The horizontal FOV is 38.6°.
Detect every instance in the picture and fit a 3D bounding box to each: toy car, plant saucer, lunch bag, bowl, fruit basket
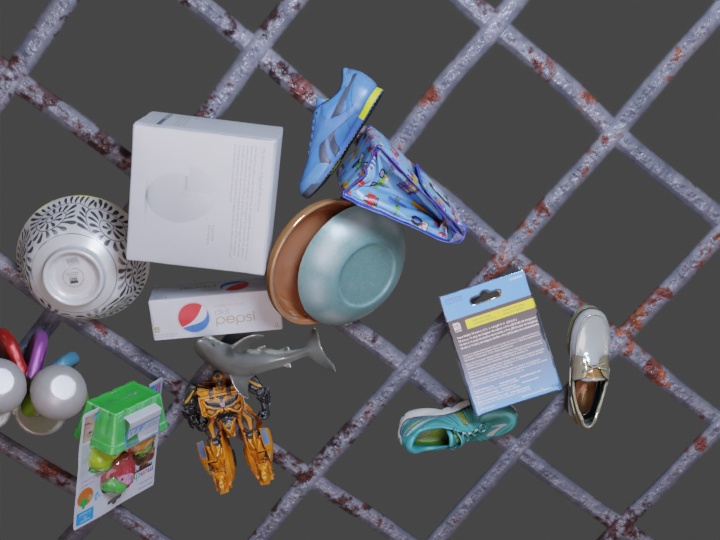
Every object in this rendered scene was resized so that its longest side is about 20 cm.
[{"bbox_3d":[-0.511,0.161,1.557,0.200,0.175,0.150,9,65,-26],"label":"toy car"},{"bbox_3d":[0.000,0.000,1.540,0.201,0.039,0.201,-20,126,-30],"label":"plant saucer"},{"bbox_3d":[-0.064,-0.016,1.538,0.200,0.037,0.200,-23,128,-34],"label":"plant saucer"},{"bbox_3d":[0.072,-0.107,1.502,0.200,0.151,0.094,33,103,-14],"label":"lunch bag"},{"bbox_3d":[-0.418,-0.004,1.530,0.200,0.094,0.201,-2,109,-5],"label":"bowl"},{"bbox_3d":[-0.368,0.283,1.595,0.094,0.185,0.200,13,108,27],"label":"fruit basket"}]

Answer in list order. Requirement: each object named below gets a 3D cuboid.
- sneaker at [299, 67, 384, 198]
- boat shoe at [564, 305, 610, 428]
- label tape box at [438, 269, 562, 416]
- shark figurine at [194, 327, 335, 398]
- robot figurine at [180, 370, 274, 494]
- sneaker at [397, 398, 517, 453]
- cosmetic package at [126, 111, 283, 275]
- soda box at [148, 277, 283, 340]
[{"bbox_3d":[-0.047,-0.203,1.511,0.078,0.066,0.200,32,104,-2],"label":"sneaker"},{"bbox_3d":[0.372,0.158,1.661,0.075,0.068,0.200,-3,109,-4],"label":"boat shoe"},{"bbox_3d":[0.218,0.112,1.629,0.144,0.063,0.200,-18,93,2],"label":"label tape box"},{"bbox_3d":[-0.157,0.152,1.593,0.214,0.090,0.128,2,154,-19],"label":"shark figurine"},{"bbox_3d":[-0.206,0.255,1.653,0.145,0.058,0.200,-13,110,-1],"label":"robot figurine"},{"bbox_3d":[0.161,0.263,1.675,0.200,0.080,0.078,-11,109,-1],"label":"sneaker"},{"bbox_3d":[-0.221,-0.113,1.485,0.200,0.123,0.200,8,107,0],"label":"cosmetic package"},{"bbox_3d":[-0.221,0.058,1.583,0.200,0.064,0.068,-5,109,-2],"label":"soda box"}]
